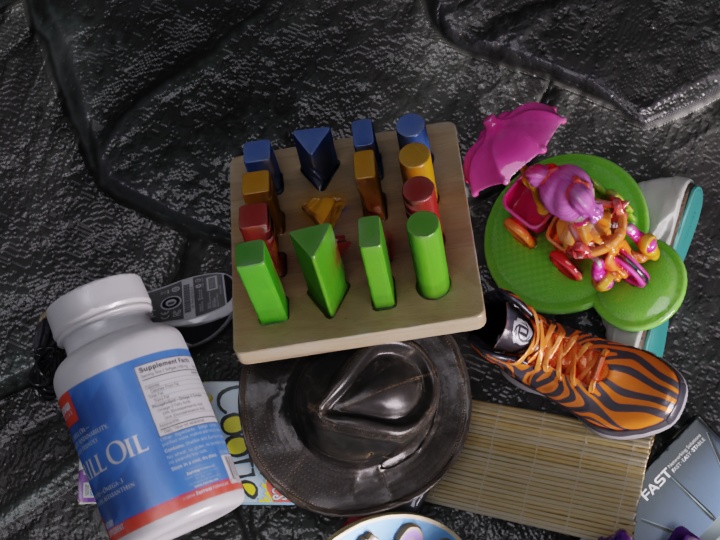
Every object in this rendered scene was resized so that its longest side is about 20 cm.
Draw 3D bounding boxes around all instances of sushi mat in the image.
[{"bbox_3d":[0.144,0.166,1.073,0.198,0.012,0.097,7,81,30],"label":"sushi mat"}]

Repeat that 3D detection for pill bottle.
[{"bbox_3d":[-0.177,0.111,1.003,0.111,0.112,0.202,-25,78,3],"label":"pill bottle"}]

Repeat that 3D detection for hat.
[{"bbox_3d":[0.004,0.104,1.014,0.198,0.081,0.204,2,83,-12],"label":"hat"}]

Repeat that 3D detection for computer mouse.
[{"bbox_3d":[-0.197,0.055,1.140,0.197,0.110,0.044,-13,124,0],"label":"computer mouse"}]

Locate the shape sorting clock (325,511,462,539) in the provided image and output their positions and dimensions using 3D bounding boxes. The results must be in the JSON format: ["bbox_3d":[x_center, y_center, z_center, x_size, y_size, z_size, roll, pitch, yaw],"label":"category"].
[{"bbox_3d":[0.020,0.299,1.048,0.198,0.039,0.203,-5,104,-23],"label":"shape sorting clock"}]

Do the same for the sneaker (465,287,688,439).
[{"bbox_3d":[0.160,0.074,1.026,0.199,0.112,0.078,14,77,45],"label":"sneaker"}]

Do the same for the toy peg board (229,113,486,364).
[{"bbox_3d":[-0.013,-0.049,1.004,0.197,0.098,0.201,-9,55,5],"label":"toy peg board"}]

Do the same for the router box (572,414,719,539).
[{"bbox_3d":[0.266,0.243,1.058,0.150,0.062,0.200,44,89,12],"label":"router box"}]

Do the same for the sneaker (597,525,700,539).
[{"bbox_3d":[0.189,0.249,0.989,0.197,0.081,0.090,-11,96,1],"label":"sneaker"}]

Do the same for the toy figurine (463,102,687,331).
[{"bbox_3d":[0.159,-0.052,1.020,0.150,0.184,0.200,-49,57,-1],"label":"toy figurine"}]

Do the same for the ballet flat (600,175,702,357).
[{"bbox_3d":[0.242,0.013,1.099,0.069,0.069,0.202,15,80,9],"label":"ballet flat"}]

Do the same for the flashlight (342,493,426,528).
[{"bbox_3d":[-0.019,0.241,1.086,0.067,0.068,0.201,32,86,-25],"label":"flashlight"}]

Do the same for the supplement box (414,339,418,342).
[{"bbox_3d":[0.000,0.000,1.120,0.124,0.074,0.203,6,83,8],"label":"supplement box"}]

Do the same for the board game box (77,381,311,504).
[{"bbox_3d":[-0.133,0.149,1.101,0.197,0.105,0.105,-1,82,7],"label":"board game box"}]
